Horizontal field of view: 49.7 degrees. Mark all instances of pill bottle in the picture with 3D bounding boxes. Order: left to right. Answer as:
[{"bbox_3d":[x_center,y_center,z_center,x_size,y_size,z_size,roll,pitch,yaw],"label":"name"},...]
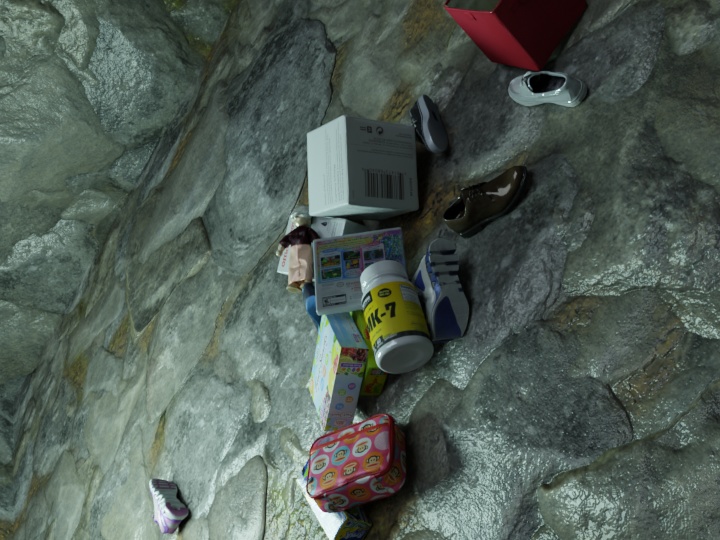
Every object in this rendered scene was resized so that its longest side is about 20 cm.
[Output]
[{"bbox_3d":[0.065,0.087,1.514,0.114,0.114,0.201,-42,46,31],"label":"pill bottle"}]

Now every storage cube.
[{"bbox_3d":[0.311,-0.531,1.564,0.172,0.179,0.200,-54,35,-1],"label":"storage cube"}]

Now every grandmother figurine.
[{"bbox_3d":[-0.137,-0.053,1.764,0.120,0.061,0.202,-3,71,14],"label":"grandmother figurine"}]

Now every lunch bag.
[{"bbox_3d":[-0.006,0.366,1.518,0.199,0.082,0.177,-24,32,19],"label":"lunch bag"}]

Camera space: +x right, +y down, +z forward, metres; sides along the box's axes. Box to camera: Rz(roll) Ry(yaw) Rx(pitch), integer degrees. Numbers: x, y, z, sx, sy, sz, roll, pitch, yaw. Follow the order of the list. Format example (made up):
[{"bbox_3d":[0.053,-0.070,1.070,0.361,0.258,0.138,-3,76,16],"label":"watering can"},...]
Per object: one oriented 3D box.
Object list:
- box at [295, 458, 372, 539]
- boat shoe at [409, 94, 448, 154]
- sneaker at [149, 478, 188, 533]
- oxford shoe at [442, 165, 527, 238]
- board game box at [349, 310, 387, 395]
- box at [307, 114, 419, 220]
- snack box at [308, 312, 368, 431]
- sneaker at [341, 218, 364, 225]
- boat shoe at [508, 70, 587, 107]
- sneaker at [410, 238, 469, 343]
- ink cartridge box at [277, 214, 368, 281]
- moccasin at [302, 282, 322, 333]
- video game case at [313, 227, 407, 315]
[{"bbox_3d":[-0.057,0.468,1.579,0.065,0.070,0.200,-58,34,8],"label":"box"},{"bbox_3d":[0.145,-0.323,1.778,0.068,0.073,0.201,-38,42,28],"label":"boat shoe"},{"bbox_3d":[-0.540,0.648,2.133,0.200,0.080,0.089,36,107,55],"label":"sneaker"},{"bbox_3d":[0.243,-0.141,1.529,0.200,0.084,0.073,-41,39,30],"label":"oxford shoe"},{"bbox_3d":[0.014,0.153,1.658,0.102,0.047,0.201,107,159,-46],"label":"board game box"},{"bbox_3d":[0.004,-0.224,1.753,0.171,0.197,0.202,-11,80,56],"label":"box"},{"bbox_3d":[-0.050,0.211,1.651,0.169,0.067,0.202,-121,40,-61],"label":"snack box"},{"bbox_3d":[-0.050,-0.053,1.888,0.108,0.070,0.202,-22,56,44],"label":"sneaker"},{"bbox_3d":[0.351,-0.361,1.525,0.072,0.068,0.200,-61,34,6],"label":"boat shoe"},{"bbox_3d":[0.154,0.047,1.550,0.115,0.080,0.202,139,129,-69],"label":"sneaker"},{"bbox_3d":[-0.091,-0.047,1.814,0.199,0.083,0.146,8,84,45],"label":"ink cartridge box"},{"bbox_3d":[-0.078,0.087,1.747,0.080,0.201,0.069,-22,58,-2],"label":"moccasin"},{"bbox_3d":[0.000,0.000,1.659,0.198,0.024,0.184,-8,58,5],"label":"video game case"}]
